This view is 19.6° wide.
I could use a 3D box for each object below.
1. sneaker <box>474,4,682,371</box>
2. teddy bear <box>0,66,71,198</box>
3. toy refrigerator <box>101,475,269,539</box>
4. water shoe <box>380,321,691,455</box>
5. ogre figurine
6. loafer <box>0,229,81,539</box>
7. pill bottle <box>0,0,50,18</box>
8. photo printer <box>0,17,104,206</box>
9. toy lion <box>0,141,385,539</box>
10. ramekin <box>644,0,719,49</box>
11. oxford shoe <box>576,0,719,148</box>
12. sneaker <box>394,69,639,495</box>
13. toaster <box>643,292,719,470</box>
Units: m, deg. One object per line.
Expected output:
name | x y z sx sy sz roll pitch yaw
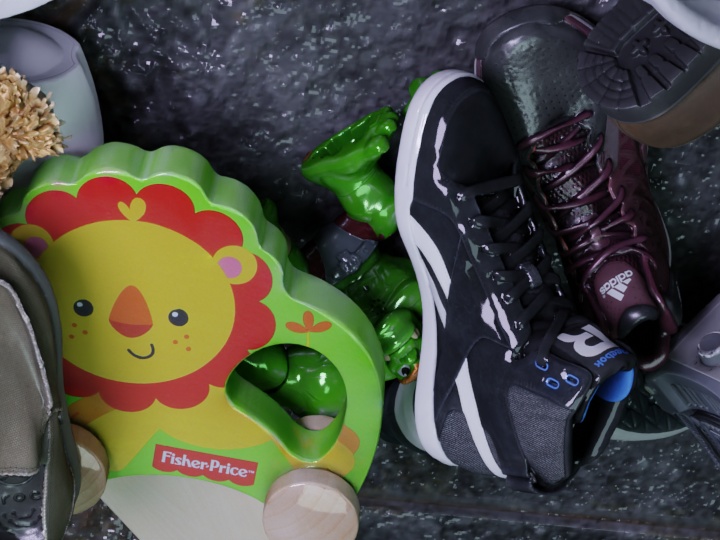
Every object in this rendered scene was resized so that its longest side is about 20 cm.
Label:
sneaker | 0.120 -0.030 1.026 0.076 0.116 0.200 -23 127 11
teddy bear | -0.217 -0.031 0.920 0.200 0.067 0.145 -29 121 20
toy refrigerator | -0.090 0.114 1.147 0.076 0.070 0.200 -31 126 9
water shoe | 0.100 0.060 1.135 0.200 0.079 0.072 -2 87 -27
ogre figurine | 0.000 0.000 1.054 0.200 0.098 0.120 -46 111 -10
loafer | -0.163 0.062 0.916 0.075 0.070 0.200 -11 131 3
pill bottle | -0.177 -0.207 0.852 0.114 0.114 0.200 -16 128 6
photo printer | -0.224 -0.046 1.001 0.200 0.069 0.166 2 128 -9
toy lion | -0.083 0.033 0.992 0.200 0.069 0.192 12 122 -3
ramekin | 0.160 -0.198 0.870 0.200 0.098 0.201 -12 116 -27
oxford shoe | 0.199 -0.133 0.990 0.200 0.073 0.084 -37 142 11
sneaker | 0.081 0.008 0.976 0.073 0.112 0.200 -23 116 -40
toaster | 0.253 0.073 1.104 0.129 0.114 0.200 -47 123 -10
